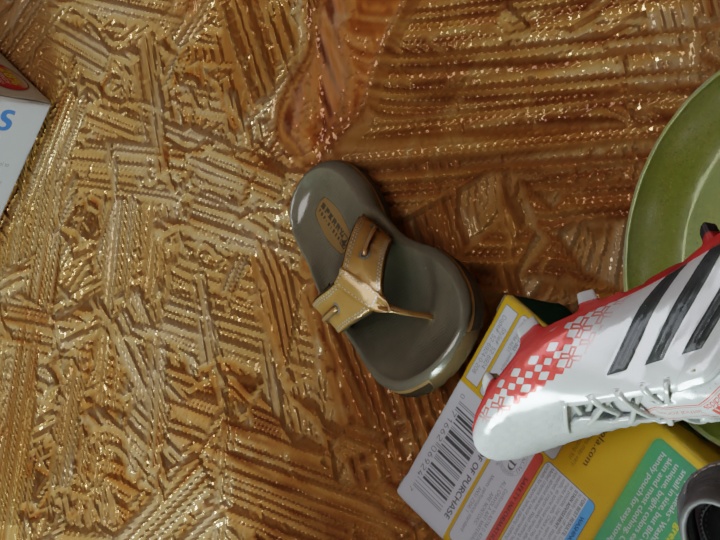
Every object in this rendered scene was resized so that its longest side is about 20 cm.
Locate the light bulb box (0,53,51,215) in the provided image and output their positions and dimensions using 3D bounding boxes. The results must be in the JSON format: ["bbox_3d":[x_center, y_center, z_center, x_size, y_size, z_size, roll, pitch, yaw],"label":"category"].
[{"bbox_3d":[-0.345,-0.086,1.451,0.198,0.124,0.201,42,113,39],"label":"light bulb box"}]

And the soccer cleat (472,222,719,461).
[{"bbox_3d":[0.138,0.044,0.954,0.199,0.069,0.086,-34,55,18],"label":"soccer cleat"}]

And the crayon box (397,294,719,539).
[{"bbox_3d":[0.119,0.119,1.029,0.200,0.051,0.126,43,111,40],"label":"crayon box"}]

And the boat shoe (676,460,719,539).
[{"bbox_3d":[0.192,0.178,0.904,0.067,0.057,0.201,-30,84,23],"label":"boat shoe"}]

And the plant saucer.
[{"bbox_3d":[0.213,-0.009,0.976,0.199,0.031,0.202,-9,77,43],"label":"plant saucer"}]

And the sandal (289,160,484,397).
[{"bbox_3d":[0.000,0.000,1.140,0.081,0.054,0.200,-58,40,18],"label":"sandal"}]
